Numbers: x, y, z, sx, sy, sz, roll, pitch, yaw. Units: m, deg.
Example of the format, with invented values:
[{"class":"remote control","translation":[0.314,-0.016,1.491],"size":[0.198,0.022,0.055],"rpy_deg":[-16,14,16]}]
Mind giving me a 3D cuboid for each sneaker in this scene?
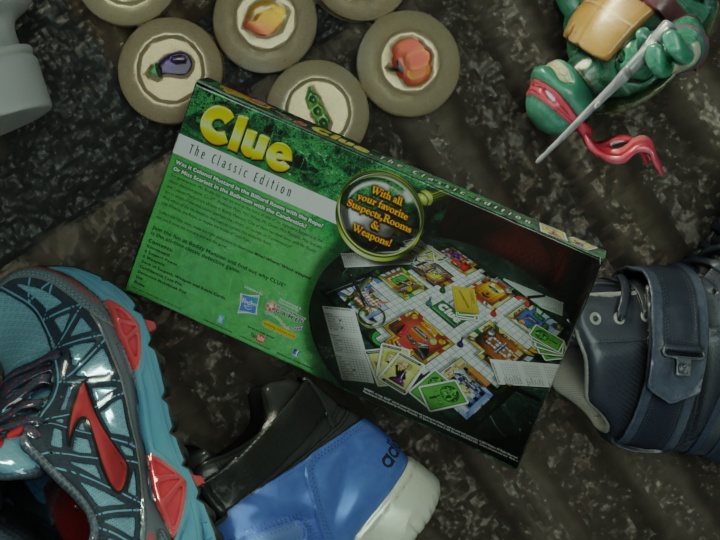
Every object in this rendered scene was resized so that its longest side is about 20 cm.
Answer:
[{"class":"sneaker","translation":[0.158,-0.011,0.960],"size":[0.145,0.077,0.204],"rpy_deg":[9,89,-9]},{"class":"sneaker","translation":[-0.065,0.139,0.929],"size":[0.111,0.077,0.200],"rpy_deg":[41,83,-7]},{"class":"sneaker","translation":[-0.128,0.072,0.879],"size":[0.095,0.080,0.201],"rpy_deg":[6,43,-40]}]

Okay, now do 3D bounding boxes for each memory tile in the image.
[{"class":"memory tile","translation":[-0.055,-0.140,0.969],"size":[0.152,0.017,0.201],"rpy_deg":[-27,92,-6]}]

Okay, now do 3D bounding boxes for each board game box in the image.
[{"class":"board game box","translation":[0.000,0.000,0.929],"size":[0.199,0.023,0.106],"rpy_deg":[25,107,9]}]

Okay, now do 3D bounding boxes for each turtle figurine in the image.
[{"class":"turtle figurine","translation":[0.123,-0.130,0.952],"size":[0.200,0.101,0.149],"rpy_deg":[-48,53,-7]}]

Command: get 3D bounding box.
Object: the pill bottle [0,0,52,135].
[{"class":"pill bottle","translation":[-0.206,-0.152,0.904],"size":[0.111,0.111,0.202],"rpy_deg":[-21,91,-7]}]
